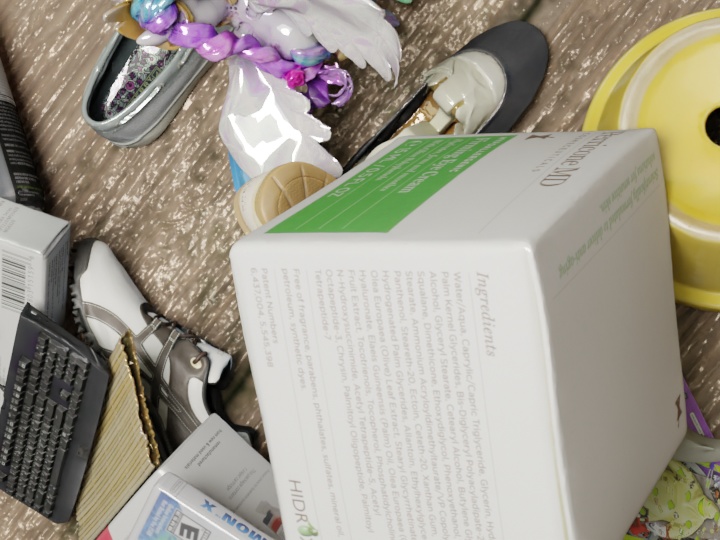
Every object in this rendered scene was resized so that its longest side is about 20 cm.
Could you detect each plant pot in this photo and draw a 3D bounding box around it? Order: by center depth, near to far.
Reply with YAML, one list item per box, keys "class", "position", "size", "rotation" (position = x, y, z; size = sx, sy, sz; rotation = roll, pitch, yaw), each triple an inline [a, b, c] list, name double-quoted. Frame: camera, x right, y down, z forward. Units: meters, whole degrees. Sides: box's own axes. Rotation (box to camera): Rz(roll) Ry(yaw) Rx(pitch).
- class: "plant pot"
  position: [0.231, -0.076, 0.863]
  size: [0.200, 0.189, 0.202]
  rotation: [-1, 86, 15]

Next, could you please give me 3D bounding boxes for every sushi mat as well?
- class: "sushi mat"
  position: [-0.179, 0.124, 0.973]
  size: [0.012, 0.200, 0.096]
  rotation: [-7, 68, -28]

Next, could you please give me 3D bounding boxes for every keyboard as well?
- class: "keyboard"
  position: [-0.244, 0.096, 0.986]
  size: [0.127, 0.021, 0.200]
  rotation: [34, 134, 10]

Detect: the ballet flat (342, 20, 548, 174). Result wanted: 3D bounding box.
- class: "ballet flat"
  position: [0.053, -0.099, 0.972]
  size: [0.200, 0.073, 0.073]
  rotation: [-43, 78, 9]

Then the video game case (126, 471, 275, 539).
- class: "video game case"
  position: [-0.083, 0.246, 0.861]
  size: [0.182, 0.022, 0.200]
  rotation: [32, 119, 6]

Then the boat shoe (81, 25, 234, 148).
- class: "boat shoe"
  position: [-0.137, -0.181, 1.023]
  size: [0.070, 0.071, 0.201]
  rotation: [34, 95, 14]

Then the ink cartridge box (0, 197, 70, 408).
- class: "ink cartridge box"
  position: [-0.300, 0.020, 1.000]
  size: [0.173, 0.044, 0.200]
  rotation: [20, 133, 6]

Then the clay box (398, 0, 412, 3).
- class: "clay box"
  position: [0.030, -0.298, 0.998]
  size: [0.115, 0.048, 0.201]
  rotation: [24, 95, 15]

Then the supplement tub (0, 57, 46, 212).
- class: "supplement tub"
  position: [-0.321, -0.118, 1.044]
  size: [0.122, 0.123, 0.201]
  rotation: [-22, 82, 13]

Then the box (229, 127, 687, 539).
- class: "box"
  position: [0.063, 0.044, 0.754]
  size: [0.171, 0.199, 0.201]
  rotation: [2, 112, 29]

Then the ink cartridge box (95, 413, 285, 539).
- class: "ink cartridge box"
  position: [-0.080, 0.221, 0.943]
  size: [0.200, 0.083, 0.145]
  rotation: [43, 120, 1]

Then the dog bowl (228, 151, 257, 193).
- class: "dog bowl"
  position: [-0.045, -0.002, 0.975]
  size: [0.049, 0.111, 0.201]
  rotation: [-14, 83, -9]

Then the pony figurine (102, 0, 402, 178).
- class: "pony figurine"
  position: [-0.053, -0.156, 0.910]
  size: [0.193, 0.200, 0.167]
  rotation: [35, 128, 6]

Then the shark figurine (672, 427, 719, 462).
- class: "shark figurine"
  position: [0.184, 0.076, 0.869]
  size: [0.214, 0.090, 0.128]
  rotation: [37, 72, -3]

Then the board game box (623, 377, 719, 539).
- class: "board game box"
  position: [0.176, 0.123, 0.914]
  size: [0.120, 0.032, 0.201]
  rotation: [-24, 85, -15]

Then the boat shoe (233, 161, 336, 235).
- class: "boat shoe"
  position: [0.000, 0.000, 0.898]
  size: [0.200, 0.069, 0.074]
  rotation: [42, 70, -26]

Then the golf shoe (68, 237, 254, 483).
- class: "golf shoe"
  position: [-0.143, 0.059, 1.017]
  size: [0.094, 0.078, 0.201]
  rotation: [-24, 92, 9]
